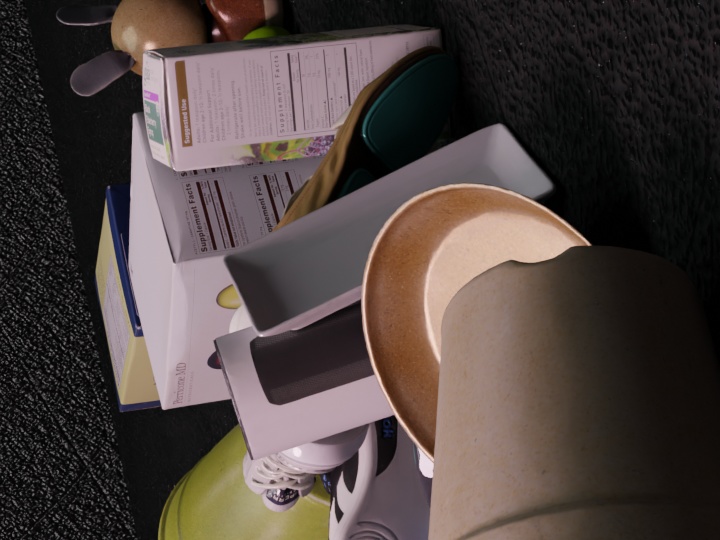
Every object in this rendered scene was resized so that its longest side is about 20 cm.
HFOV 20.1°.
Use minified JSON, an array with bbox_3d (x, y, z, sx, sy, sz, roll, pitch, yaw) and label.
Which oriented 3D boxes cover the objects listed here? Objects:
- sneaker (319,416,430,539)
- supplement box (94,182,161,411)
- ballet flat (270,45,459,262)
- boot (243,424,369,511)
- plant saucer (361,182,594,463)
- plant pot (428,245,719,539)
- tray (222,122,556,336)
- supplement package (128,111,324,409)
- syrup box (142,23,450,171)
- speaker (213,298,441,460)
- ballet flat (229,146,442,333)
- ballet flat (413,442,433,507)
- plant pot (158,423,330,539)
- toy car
[{"bbox_3d":[0.007,0.171,1.410,0.112,0.073,0.201,130,151,-64],"label":"sneaker"},{"bbox_3d":[-0.121,0.015,1.782,0.200,0.199,0.135,114,145,-64],"label":"supplement box"},{"bbox_3d":[-0.006,-0.071,1.342,0.063,0.200,0.069,7,146,43],"label":"ballet flat"},{"bbox_3d":[-0.040,0.122,1.375,0.200,0.073,0.096,-98,20,-76],"label":"boot"},{"bbox_3d":[0.089,0.041,1.155,0.200,0.035,0.201,19,122,34],"label":"plant saucer"},{"bbox_3d":[0.111,0.098,0.992,0.201,0.199,0.184,106,164,-58],"label":"plant pot"},{"bbox_3d":[0.018,-0.021,1.248,0.022,0.199,0.107,65,177,-30],"label":"tray"},{"bbox_3d":[-0.064,-0.018,1.541,0.192,0.199,0.148,100,157,-52],"label":"supplement package"},{"bbox_3d":[-0.045,-0.121,1.407,0.079,0.199,0.082,-152,55,-72],"label":"syrup box"},{"bbox_3d":[0.015,0.049,1.256,0.081,0.199,0.082,163,90,-85],"label":"speaker"},{"bbox_3d":[0.000,0.000,1.374,0.070,0.200,0.069,49,178,2],"label":"ballet flat"},{"bbox_3d":[0.071,0.069,1.331,0.073,0.073,0.201,-179,87,-76],"label":"ballet flat"},{"bbox_3d":[-0.042,0.183,1.643,0.193,0.199,0.201,120,141,-48],"label":"plant pot"},{"bbox_3d":[-0.172,-0.205,1.856,0.158,0.199,0.165,100,157,-50],"label":"toy car"}]
